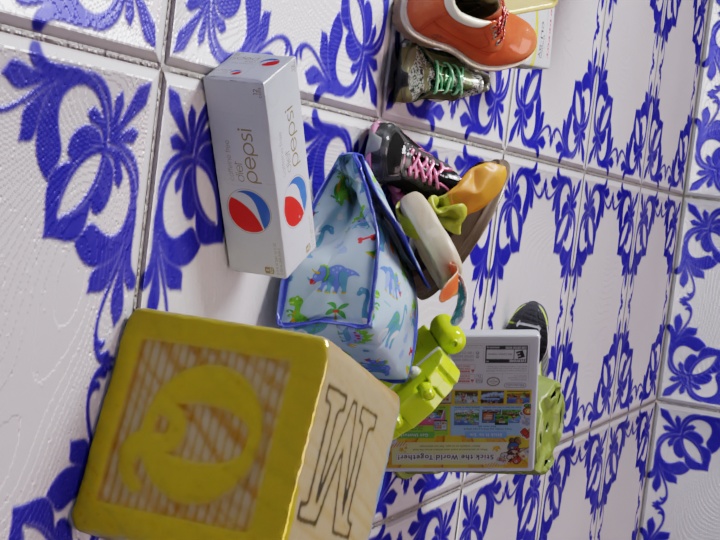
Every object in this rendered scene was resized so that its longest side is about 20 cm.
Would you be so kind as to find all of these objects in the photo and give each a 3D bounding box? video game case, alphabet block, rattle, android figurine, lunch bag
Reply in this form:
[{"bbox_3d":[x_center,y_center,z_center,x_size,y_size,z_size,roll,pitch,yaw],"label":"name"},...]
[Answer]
[{"bbox_3d":[0.115,0.159,1.792,0.023,0.200,0.182,-94,-176,-71],"label":"video game case"},{"bbox_3d":[-0.099,0.161,1.267,0.200,0.195,0.197,45,54,-64],"label":"alphabet block"},{"bbox_3d":[0.125,-0.031,1.615,0.200,0.143,0.130,-129,-151,-70],"label":"rattle"},{"bbox_3d":[0.044,0.125,1.640,0.041,0.182,0.200,48,5,-15],"label":"android figurine"},{"bbox_3d":[0.000,0.000,1.553,0.170,0.127,0.200,60,33,-61],"label":"lunch bag"}]

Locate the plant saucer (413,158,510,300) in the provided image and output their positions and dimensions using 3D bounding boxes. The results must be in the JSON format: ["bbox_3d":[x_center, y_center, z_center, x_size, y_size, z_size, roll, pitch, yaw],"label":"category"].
[{"bbox_3d":[0.116,-0.055,1.800,0.200,0.029,0.200,-56,-170,16],"label":"plant saucer"}]

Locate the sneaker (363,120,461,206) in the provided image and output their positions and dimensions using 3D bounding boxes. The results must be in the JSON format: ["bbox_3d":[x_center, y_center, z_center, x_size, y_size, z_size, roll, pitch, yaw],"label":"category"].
[{"bbox_3d":[0.067,-0.117,1.705,0.200,0.095,0.079,33,69,-65],"label":"sneaker"}]

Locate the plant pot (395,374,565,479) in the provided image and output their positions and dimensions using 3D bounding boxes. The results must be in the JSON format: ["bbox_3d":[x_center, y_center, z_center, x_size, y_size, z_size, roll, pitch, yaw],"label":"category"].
[{"bbox_3d":[0.160,0.188,1.911,0.200,0.190,0.200,8,90,-69],"label":"plant pot"}]

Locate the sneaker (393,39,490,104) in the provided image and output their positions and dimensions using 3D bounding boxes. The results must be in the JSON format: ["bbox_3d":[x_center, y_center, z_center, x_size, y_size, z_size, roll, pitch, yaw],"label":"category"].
[{"bbox_3d":[0.100,-0.233,1.750,0.200,0.088,0.077,-21,117,-65],"label":"sneaker"}]

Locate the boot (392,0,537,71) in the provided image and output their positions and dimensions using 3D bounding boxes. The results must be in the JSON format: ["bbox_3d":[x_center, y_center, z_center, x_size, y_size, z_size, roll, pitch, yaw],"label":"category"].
[{"bbox_3d":[0.146,-0.283,1.704,0.200,0.107,0.075,8,80,-37],"label":"boot"}]

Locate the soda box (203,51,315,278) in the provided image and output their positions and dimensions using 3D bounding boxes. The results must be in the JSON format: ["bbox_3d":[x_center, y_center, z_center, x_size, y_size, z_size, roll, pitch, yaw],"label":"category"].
[{"bbox_3d":[-0.091,-0.096,1.363,0.068,0.064,0.200,-50,141,-51],"label":"soda box"}]

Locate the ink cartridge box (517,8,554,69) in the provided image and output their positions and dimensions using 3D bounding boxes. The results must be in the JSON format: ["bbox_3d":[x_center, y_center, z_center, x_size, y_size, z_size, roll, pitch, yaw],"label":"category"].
[{"bbox_3d":[0.191,-0.344,1.939,0.200,0.083,0.145,-9,105,-67],"label":"ink cartridge box"}]

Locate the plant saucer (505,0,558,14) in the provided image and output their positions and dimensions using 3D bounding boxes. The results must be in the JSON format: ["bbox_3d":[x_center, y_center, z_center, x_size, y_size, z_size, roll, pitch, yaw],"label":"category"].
[{"bbox_3d":[0.145,-0.402,1.756,0.200,0.048,0.200,-15,117,-26],"label":"plant saucer"}]

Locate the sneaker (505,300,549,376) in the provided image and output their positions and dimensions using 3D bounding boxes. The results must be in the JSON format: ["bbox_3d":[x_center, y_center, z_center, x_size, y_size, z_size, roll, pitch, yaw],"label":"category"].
[{"bbox_3d":[0.264,0.127,2.321,0.081,0.074,0.200,-63,159,-52],"label":"sneaker"}]
